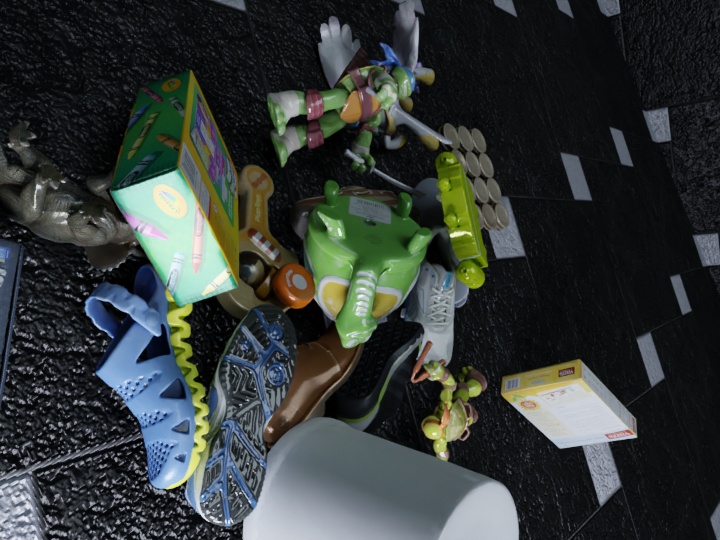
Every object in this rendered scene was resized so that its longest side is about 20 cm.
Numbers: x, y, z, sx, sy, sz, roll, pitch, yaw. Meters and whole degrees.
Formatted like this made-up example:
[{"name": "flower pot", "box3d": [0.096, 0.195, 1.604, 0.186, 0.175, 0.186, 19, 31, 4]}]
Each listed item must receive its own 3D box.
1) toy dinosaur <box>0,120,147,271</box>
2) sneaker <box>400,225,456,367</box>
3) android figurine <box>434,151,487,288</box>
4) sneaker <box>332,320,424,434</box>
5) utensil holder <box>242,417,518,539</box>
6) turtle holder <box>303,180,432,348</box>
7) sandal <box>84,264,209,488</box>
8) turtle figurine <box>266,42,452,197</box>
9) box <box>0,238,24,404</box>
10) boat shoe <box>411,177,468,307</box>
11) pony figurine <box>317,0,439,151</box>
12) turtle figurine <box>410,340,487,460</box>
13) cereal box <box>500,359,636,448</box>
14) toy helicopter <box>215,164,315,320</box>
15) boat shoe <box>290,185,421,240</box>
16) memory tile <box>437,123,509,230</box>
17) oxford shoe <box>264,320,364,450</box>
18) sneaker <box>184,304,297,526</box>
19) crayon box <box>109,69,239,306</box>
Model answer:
[{"name": "toy dinosaur", "box3d": [-0.253, -0.057, 0.512, 0.198, 0.102, 0.078, 26, 48, -29]}, {"name": "sneaker", "box3d": [0.100, 0.032, 0.862, 0.074, 0.087, 0.203, -1, 76, -22]}, {"name": "android figurine", "box3d": [0.137, -0.070, 0.850, 0.200, 0.040, 0.185, 22, 57, -70]}, {"name": "sneaker", "box3d": [0.022, 0.137, 0.778, 0.200, 0.071, 0.084, -44, 132, -48]}, {"name": "utensil holder", "box3d": [0.020, 0.241, 0.570, 0.169, 0.198, 0.173, -7, 99, -49]}, {"name": "turtle holder", "box3d": [0.008, -0.002, 0.696, 0.139, 0.133, 0.186, -3, 35, -31]}, {"name": "sandal", "box3d": [-0.187, 0.085, 0.539, 0.086, 0.079, 0.203, 4, 62, -45]}, {"name": "turtle figurine", "box3d": [-0.004, -0.166, 0.751, 0.191, 0.144, 0.203, -16, 99, -11]}, {"name": "box", "box3d": [-0.336, 0.036, 0.401, 0.199, 0.051, 0.160, 20, 60, -43]}, {"name": "boat shoe", "box3d": [0.122, -0.039, 0.963, 0.065, 0.072, 0.203, 40, 41, -70]}, {"name": "pony figurine", "box3d": [0.038, -0.264, 0.902, 0.199, 0.165, 0.196, -7, 94, -54]}, {"name": "turtle figurine", "box3d": [0.119, 0.179, 0.822, 0.161, 0.064, 0.203, -16, 107, -59]}, {"name": "cereal box", "box3d": [0.344, 0.225, 1.033, 0.200, 0.143, 0.040, 42, 45, -30]}, {"name": "toy helicopter", "box3d": [-0.125, -0.037, 0.679, 0.131, 0.079, 0.202, 20, 48, -33]}, {"name": "boat shoe", "box3d": [-0.011, -0.072, 0.822, 0.198, 0.076, 0.072, 0, 39, -40]}, {"name": "memory tile", "box3d": [0.209, -0.170, 1.152, 0.152, 0.017, 0.203, -9, 81, -50]}, {"name": "oxford shoe", "box3d": [-0.053, 0.101, 0.687, 0.072, 0.071, 0.201, 50, 44, -15]}, {"name": "sneaker", "box3d": [-0.117, 0.124, 0.578, 0.075, 0.077, 0.202, 31, 60, -28]}, {"name": "crayon box", "box3d": [-0.156, -0.081, 0.561, 0.201, 0.057, 0.120, -105, 178, -52]}]
